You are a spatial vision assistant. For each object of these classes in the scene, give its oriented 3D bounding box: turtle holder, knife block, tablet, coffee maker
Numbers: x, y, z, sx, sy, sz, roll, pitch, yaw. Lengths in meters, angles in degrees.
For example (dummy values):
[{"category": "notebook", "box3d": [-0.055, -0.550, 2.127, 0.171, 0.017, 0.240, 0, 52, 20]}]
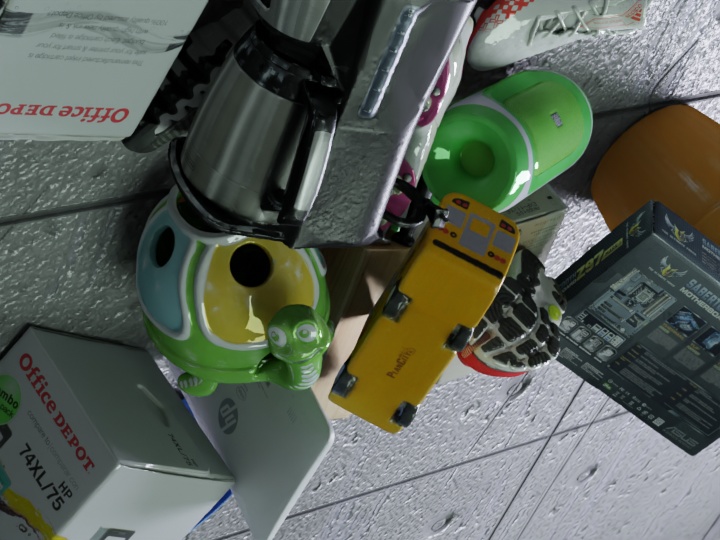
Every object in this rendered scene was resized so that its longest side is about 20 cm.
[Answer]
[{"category": "turtle holder", "box3d": [-0.093, 0.012, 1.417, 0.141, 0.186, 0.132, -5, 132, 1]}, {"category": "knife block", "box3d": [0.000, 0.000, 1.511, 0.175, 0.200, 0.064, -22, 165, 40]}, {"category": "tablet", "box3d": [-0.088, 0.097, 1.516, 0.014, 0.200, 0.130, 4, 131, -36]}, {"category": "coffee maker", "box3d": [-0.007, -0.127, 1.249, 0.192, 0.135, 0.200, -12, 136, -46]}]

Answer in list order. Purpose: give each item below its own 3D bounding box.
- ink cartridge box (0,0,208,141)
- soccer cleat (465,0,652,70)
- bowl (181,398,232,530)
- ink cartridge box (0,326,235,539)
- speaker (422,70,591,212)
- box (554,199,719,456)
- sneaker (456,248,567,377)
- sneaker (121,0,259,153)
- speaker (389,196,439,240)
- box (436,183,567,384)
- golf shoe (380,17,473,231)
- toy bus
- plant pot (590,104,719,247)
[{"category": "ink cartridge box", "box3d": [-0.165, -0.178, 1.164, 0.145, 0.083, 0.200, -2, 135, -46]}, {"category": "soccer cleat", "box3d": [0.172, -0.203, 1.495, 0.200, 0.085, 0.069, -32, 150, -10]}, {"category": "bowl", "box3d": [-0.172, 0.179, 1.682, 0.201, 0.039, 0.201, -33, 157, -16]}, {"category": "ink cartridge box", "box3d": [-0.232, 0.169, 1.514, 0.200, 0.147, 0.146, -48, 149, 16]}, {"category": "speaker", "box3d": [0.114, -0.100, 1.500, 0.088, 0.088, 0.200, -53, 171, 25]}, {"category": "box", "box3d": [0.261, 0.051, 1.644, 0.200, 0.051, 0.158, 34, 127, -19]}, {"category": "sneaker", "box3d": [0.109, 0.051, 1.552, 0.085, 0.077, 0.200, -41, 179, 21]}, {"category": "sneaker", "box3d": [-0.070, -0.135, 1.326, 0.200, 0.066, 0.091, -41, 128, 2]}, {"category": "speaker", "box3d": [0.021, -0.010, 1.601, 0.088, 0.088, 0.200, -5, 137, -44]}, {"category": "box", "box3d": [0.095, -0.006, 1.681, 0.078, 0.095, 0.200, -17, 143, -30]}, {"category": "golf shoe", "box3d": [0.028, -0.103, 1.391, 0.092, 0.075, 0.200, -49, 170, -49]}, {"category": "toy bus", "box3d": [0.043, 0.036, 1.447, 0.200, 0.065, 0.078, -59, -174, 49]}, {"category": "plant pot", "box3d": [0.308, -0.044, 1.767, 0.200, 0.183, 0.200, -28, 150, -18]}]
